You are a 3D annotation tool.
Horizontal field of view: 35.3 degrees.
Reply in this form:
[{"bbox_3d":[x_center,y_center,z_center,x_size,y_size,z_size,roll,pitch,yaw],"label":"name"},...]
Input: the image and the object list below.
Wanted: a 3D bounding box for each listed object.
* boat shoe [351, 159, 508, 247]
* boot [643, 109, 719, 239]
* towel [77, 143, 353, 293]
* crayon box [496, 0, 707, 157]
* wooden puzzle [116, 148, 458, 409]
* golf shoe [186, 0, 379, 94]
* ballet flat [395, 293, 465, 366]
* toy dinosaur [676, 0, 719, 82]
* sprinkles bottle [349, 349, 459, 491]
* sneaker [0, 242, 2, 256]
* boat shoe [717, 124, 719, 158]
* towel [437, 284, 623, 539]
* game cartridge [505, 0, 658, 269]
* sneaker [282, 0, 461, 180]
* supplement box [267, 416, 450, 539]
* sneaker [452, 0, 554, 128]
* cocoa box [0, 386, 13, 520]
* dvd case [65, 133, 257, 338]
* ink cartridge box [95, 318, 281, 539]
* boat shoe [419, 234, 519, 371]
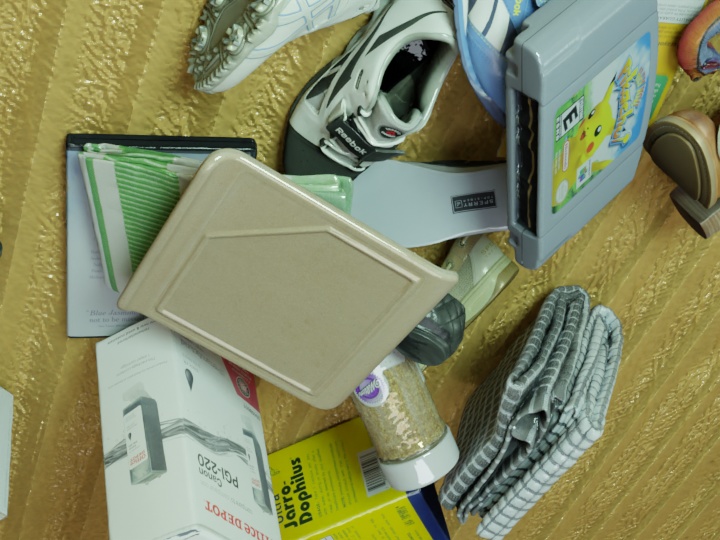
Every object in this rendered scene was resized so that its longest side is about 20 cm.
[{"bbox_3d":[0.069,-0.055,0.899,0.196,0.057,0.070,-2,95,5],"label":"boat shoe"},{"bbox_3d":[0.301,-0.117,0.874,0.155,0.074,0.200,-44,157,5],"label":"boot"},{"bbox_3d":[-0.103,-0.022,0.836,0.196,0.024,0.154,8,134,7],"label":"towel"},{"bbox_3d":[0.174,-0.176,0.823,0.123,0.052,0.202,0,132,-17],"label":"crayon box"},{"bbox_3d":[-0.055,0.010,0.817,0.198,0.038,0.185,26,134,-17],"label":"wooden puzzle"},{"bbox_3d":[-0.030,-0.180,0.746,0.097,0.079,0.200,25,123,-41],"label":"golf shoe"},{"bbox_3d":[0.000,0.000,0.879,0.199,0.057,0.066,40,137,-16],"label":"ballet flat"},{"bbox_3d":[0.301,-0.214,0.794,0.179,0.203,0.105,-15,172,10],"label":"toy dinosaur"},{"bbox_3d":[0.015,0.083,0.948,0.067,0.068,0.202,-23,102,8],"label":"sprinkles bottle"},{"bbox_3d":[-0.335,-0.051,0.781,0.199,0.074,0.079,30,115,-36],"label":"sneaker"},{"bbox_3d":[0.342,-0.115,0.826,0.200,0.063,0.075,-23,118,-37],"label":"boat shoe"},{"bbox_3d":[0.147,0.121,1.006,0.085,0.200,0.166,35,124,1],"label":"towel"},{"bbox_3d":[0.153,-0.107,0.776,0.133,0.040,0.202,-44,146,-26],"label":"game cartridge"},{"bbox_3d":[0.005,-0.113,0.804,0.073,0.089,0.201,21,125,-23],"label":"sneaker"},{"bbox_3d":[-0.027,0.237,1.120,0.197,0.110,0.109,-23,135,5],"label":"supplement box"},{"bbox_3d":[0.105,-0.183,0.734,0.081,0.074,0.203,1,124,27],"label":"sneaker"},{"bbox_3d":[-0.403,0.165,0.923,0.198,0.134,0.131,-31,133,14],"label":"cocoa box"},{"bbox_3d":[-0.161,-0.022,0.896,0.140,0.018,0.202,0,133,-15],"label":"dvd case"},{"bbox_3d":[-0.140,0.157,0.930,0.084,0.202,0.146,-23,144,16],"label":"ink cartridge box"},{"bbox_3d":[0.054,0.045,0.999,0.063,0.073,0.201,45,122,5],"label":"boat shoe"}]
